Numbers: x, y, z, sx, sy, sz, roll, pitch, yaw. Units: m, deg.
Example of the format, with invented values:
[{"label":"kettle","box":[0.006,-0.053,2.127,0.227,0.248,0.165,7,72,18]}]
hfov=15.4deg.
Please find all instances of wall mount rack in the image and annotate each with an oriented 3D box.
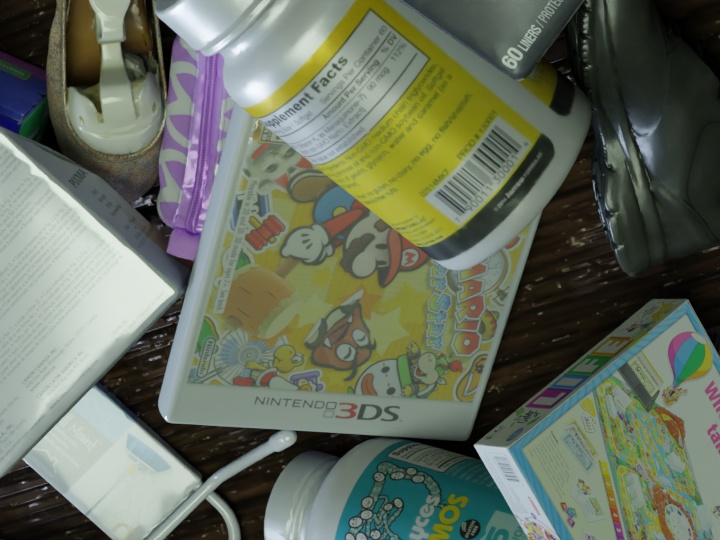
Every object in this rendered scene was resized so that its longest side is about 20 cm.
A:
[{"label":"wall mount rack","box":[-0.134,0.100,1.520,0.200,0.075,0.174,42,107,-9]}]

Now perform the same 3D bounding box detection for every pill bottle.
[{"label":"pill bottle","box":[0.046,0.156,1.464,0.200,0.111,0.111,13,118,32]},{"label":"pill bottle","box":[0.006,-0.101,1.305,0.200,0.114,0.114,39,117,-16]}]

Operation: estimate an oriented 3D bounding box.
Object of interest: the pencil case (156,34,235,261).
[{"label":"pencil case","box":[-0.062,-0.110,1.402,0.084,0.086,0.200,13,117,15]}]

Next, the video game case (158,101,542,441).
[{"label":"video game case","box":[0.000,0.000,1.425,0.182,0.023,0.200,5,118,-22]}]

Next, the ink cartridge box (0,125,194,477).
[{"label":"ink cartridge box","box":[-0.215,-0.008,1.437,0.200,0.050,0.162,44,110,-4]}]

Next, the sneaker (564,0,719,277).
[{"label":"sneaker","box":[0.155,-0.094,1.370,0.091,0.076,0.200,-13,124,4]}]

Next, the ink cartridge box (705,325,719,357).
[{"label":"ink cartridge box","box":[0.197,0.136,1.470,0.109,0.050,0.200,-18,108,20]}]

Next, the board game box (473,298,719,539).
[{"label":"board game box","box":[0.161,0.134,1.383,0.200,0.134,0.034,60,155,-15]}]

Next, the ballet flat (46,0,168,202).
[{"label":"ballet flat","box":[-0.136,-0.120,1.418,0.068,0.067,0.200,-8,114,-8]}]

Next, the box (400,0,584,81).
[{"label":"box","box":[0.033,-0.202,1.224,0.200,0.106,0.122,34,116,-2]}]

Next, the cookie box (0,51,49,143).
[{"label":"cookie box","box":[-0.281,-0.045,1.487,0.171,0.075,0.200,24,117,0]}]
